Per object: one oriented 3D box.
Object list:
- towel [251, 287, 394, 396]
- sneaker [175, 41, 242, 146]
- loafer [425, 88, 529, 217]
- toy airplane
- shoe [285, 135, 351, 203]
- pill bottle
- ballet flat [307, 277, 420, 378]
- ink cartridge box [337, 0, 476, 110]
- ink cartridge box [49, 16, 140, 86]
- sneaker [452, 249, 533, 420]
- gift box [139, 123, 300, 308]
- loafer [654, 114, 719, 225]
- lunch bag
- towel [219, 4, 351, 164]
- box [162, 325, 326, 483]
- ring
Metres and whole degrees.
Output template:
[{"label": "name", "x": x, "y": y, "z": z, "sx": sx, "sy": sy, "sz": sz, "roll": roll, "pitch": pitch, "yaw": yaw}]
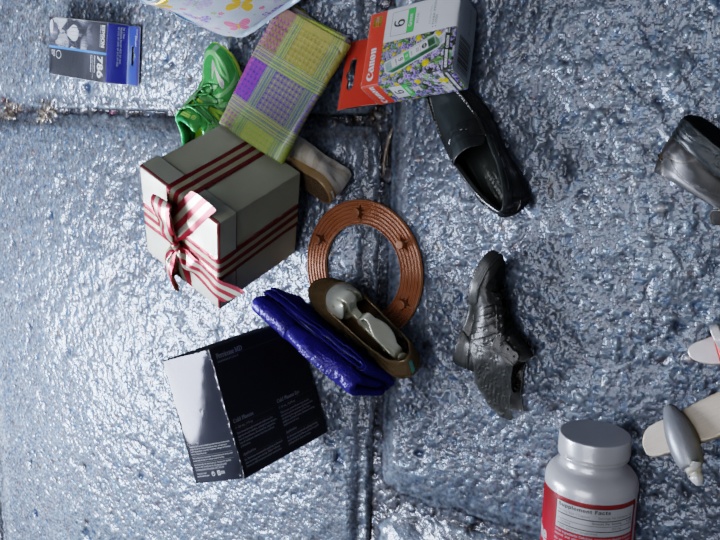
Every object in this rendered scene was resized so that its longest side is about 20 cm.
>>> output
[{"label": "towel", "x": -0.047, "y": 0.097, "z": 1.174, "sx": 0.199, "sy": 0.147, "sz": 0.050, "roll": 38, "pitch": 98, "yaw": 22}, {"label": "sneaker", "x": -0.231, "y": -0.241, "z": 1.265, "sx": 0.073, "sy": 0.083, "sz": 0.203, "roll": 23, "pitch": 111, "yaw": 28}, {"label": "loafer", "x": 0.140, "y": -0.156, "z": 1.038, "sx": 0.068, "sy": 0.070, "sz": 0.202, "roll": -37, "pitch": 77, "yaw": 32}, {"label": "toy airplane", "x": 0.413, "y": 0.147, "z": 0.869, "sx": 0.197, "sy": 0.140, "sz": 0.203, "roll": 24, "pitch": 112, "yaw": 29}, {"label": "shoe", "x": -0.095, "y": -0.164, "z": 1.212, "sx": 0.199, "sy": 0.070, "sz": 0.053, "roll": 35, "pitch": 72, "yaw": 27}, {"label": "pill bottle", "x": 0.275, "y": 0.291, "z": 1.007, "sx": 0.111, "sy": 0.112, "sz": 0.204, "roll": 9, "pitch": 103, "yaw": 32}, {"label": "ballet flat", "x": 0.003, "y": 0.068, "z": 1.145, "sx": 0.068, "sy": 0.073, "sz": 0.200, "roll": -41, "pitch": 71, "yaw": -13}, {"label": "ink cartridge box", "x": 0.046, "y": -0.275, "z": 1.067, "sx": 0.197, "sy": 0.050, "sz": 0.111, "roll": -3, "pitch": 71, "yaw": 34}, {"label": "ink cartridge box", "x": -0.454, "y": -0.373, "z": 1.419, "sx": 0.198, "sy": 0.039, "sz": 0.101, "roll": 14, "pitch": 106, "yaw": 31}, {"label": "sneaker", "x": 0.181, "y": 0.082, "z": 1.066, "sx": 0.103, "sy": 0.060, "sz": 0.203, "roll": 26, "pitch": 118, "yaw": 29}, {"label": "gift box", "x": -0.195, "y": -0.075, "z": 1.180, "sx": 0.199, "sy": 0.186, "sz": 0.186, "roll": 32, "pitch": 139, "yaw": 28}, {"label": "loafer", "x": 0.400, "y": -0.075, "z": 0.885, "sx": 0.201, "sy": 0.072, "sz": 0.073, "roll": 53, "pitch": 131, "yaw": 25}, {"label": "lunch bag", "x": -0.195, "y": -0.412, "z": 1.147, "sx": 0.198, "sy": 0.168, "sz": 0.129, "roll": -24, "pitch": 70, "yaw": 35}, {"label": "towel", "x": -0.106, "y": -0.265, "z": 1.172, "sx": 0.143, "sy": 0.023, "sz": 0.202, "roll": 35, "pitch": 98, "yaw": 29}, {"label": "box", "x": -0.165, "y": 0.188, "z": 1.232, "sx": 0.103, "sy": 0.199, "sz": 0.185, "roll": -14, "pitch": 91, "yaw": 35}, {"label": "ring", "x": 0.000, "y": 0.000, "z": 1.195, "sx": 0.198, "sy": 0.019, "sz": 0.204, "roll": 8, "pitch": 104, "yaw": 33}]
